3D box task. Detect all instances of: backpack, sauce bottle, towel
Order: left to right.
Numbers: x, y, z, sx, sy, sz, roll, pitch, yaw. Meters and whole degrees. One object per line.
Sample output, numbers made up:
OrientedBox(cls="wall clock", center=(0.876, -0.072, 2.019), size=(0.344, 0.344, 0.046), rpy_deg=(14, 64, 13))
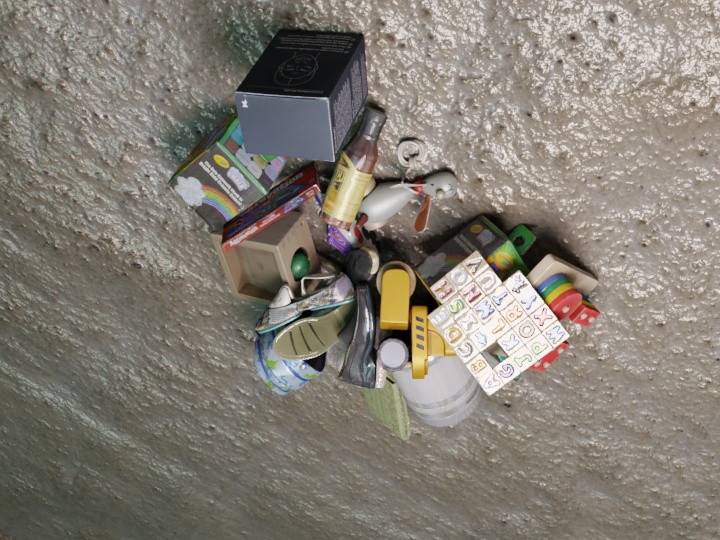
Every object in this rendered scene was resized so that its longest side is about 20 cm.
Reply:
OrientedBox(cls="backpack", center=(-0.134, 0.146, 1.648), size=(0.153, 0.200, 0.164), rpy_deg=(-37, 117, 1))
OrientedBox(cls="sauce bottle", center=(-0.010, -0.171, 1.401), size=(0.065, 0.066, 0.203), rpy_deg=(22, 106, 0))
OrientedBox(cls="towel", center=(-0.006, 0.137, 1.622), size=(0.034, 0.135, 0.199), rpy_deg=(4, -174, -33))
OrientedBox(cls="towel", center=(0.049, 0.256, 1.771), size=(0.148, 0.036, 0.202), rpy_deg=(35, 147, 44))

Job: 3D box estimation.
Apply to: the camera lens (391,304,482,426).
OrientedBox(cls="camera lens", center=(0.139, 0.180, 1.627), size=(0.157, 0.161, 0.202), rpy_deg=(-8, 127, 27))

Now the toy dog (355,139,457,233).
OrientedBox(cls="toy dog", center=(0.060, -0.118, 1.438), size=(0.132, 0.097, 0.199), rpy_deg=(43, 131, -19))

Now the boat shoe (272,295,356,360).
OrientedBox(cls="boat shoe", center=(-0.069, 0.110, 1.548), size=(0.076, 0.197, 0.068), rpy_deg=(66, 168, 1))

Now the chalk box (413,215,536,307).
OrientedBox(cls="chalk box", center=(0.215, 0.002, 1.440), size=(0.199, 0.125, 0.124), rpy_deg=(-36, 119, 1))

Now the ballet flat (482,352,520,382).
OrientedBox(cls="ballet flat", center=(0.244, 0.145, 1.624), size=(0.063, 0.068, 0.201), rpy_deg=(-12, 125, 38))

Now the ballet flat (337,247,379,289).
OrientedBox(cls="ballet flat", center=(0.000, 0.000, 1.526), size=(0.056, 0.068, 0.200), rpy_deg=(-14, 168, -19))

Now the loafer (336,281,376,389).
OrientedBox(cls="loafer", center=(-0.007, 0.117, 1.487), size=(0.071, 0.073, 0.204), rpy_deg=(2, 109, 4))

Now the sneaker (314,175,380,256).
OrientedBox(cls="sneaker", center=(-0.040, -0.079, 1.527), size=(0.082, 0.081, 0.202), rpy_deg=(-7, 128, 33))

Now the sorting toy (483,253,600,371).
OrientedBox(cls="sorting toy", center=(0.309, 0.086, 1.421), size=(0.200, 0.070, 0.197), rpy_deg=(-49, 146, 18))

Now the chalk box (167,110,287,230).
OrientedBox(cls="chalk box", center=(-0.215, -0.187, 1.466), size=(0.199, 0.125, 0.125), rpy_deg=(-28, 115, 36))

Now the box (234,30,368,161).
OrientedBox(cls="box", center=(-0.084, -0.271, 1.286), size=(0.146, 0.201, 0.108), rpy_deg=(8, 132, 15))

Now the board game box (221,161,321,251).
OrientedBox(cls="board game box", center=(-0.157, -0.113, 1.472), size=(0.198, 0.103, 0.020), rpy_deg=(-31, 117, 11))

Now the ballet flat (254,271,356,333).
OrientedBox(cls="ballet flat", center=(-0.106, 0.049, 1.507), size=(0.197, 0.073, 0.073), rpy_deg=(-20, 124, 8))

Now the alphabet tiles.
OrientedBox(cls="alphabet tiles", center=(0.210, 0.076, 1.348), size=(0.167, 0.008, 0.201), rpy_deg=(-39, 92, 16))

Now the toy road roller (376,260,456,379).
OrientedBox(cls="toy road roller", center=(0.100, 0.087, 1.471), size=(0.143, 0.123, 0.204), rpy_deg=(0, 87, 2))

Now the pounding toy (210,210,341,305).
OrientedBox(cls="pounding toy", center=(-0.144, -0.026, 1.589), size=(0.197, 0.143, 0.186), rpy_deg=(11, 135, 28))
